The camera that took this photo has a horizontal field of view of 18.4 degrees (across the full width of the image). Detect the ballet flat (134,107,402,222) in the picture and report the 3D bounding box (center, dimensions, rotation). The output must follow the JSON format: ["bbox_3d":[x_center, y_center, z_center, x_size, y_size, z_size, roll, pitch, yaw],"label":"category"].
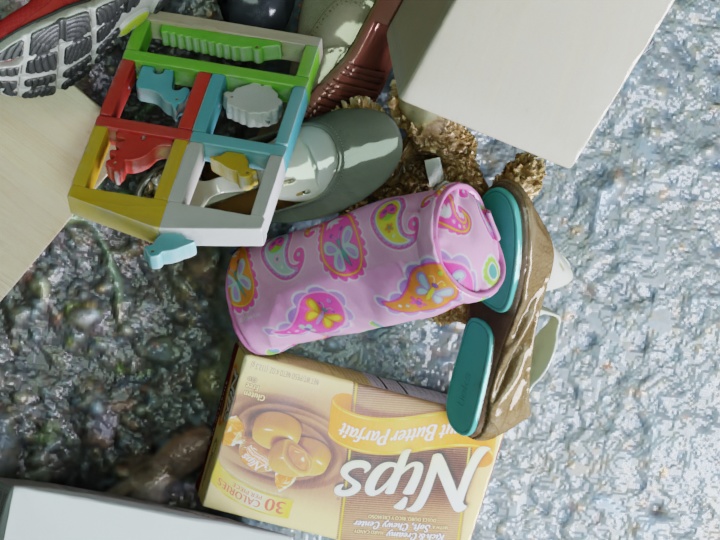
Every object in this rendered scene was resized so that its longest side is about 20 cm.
[{"bbox_3d":[-0.066,-0.060,1.503,0.200,0.064,0.067,-15,88,29],"label":"ballet flat"}]

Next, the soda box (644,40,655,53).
[{"bbox_3d":[0.120,-0.221,1.549,0.064,0.068,0.200,-37,103,1],"label":"soda box"}]

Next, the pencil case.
[{"bbox_3d":[0.000,0.000,1.509,0.200,0.087,0.087,-17,107,38],"label":"pencil case"}]

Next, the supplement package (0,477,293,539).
[{"bbox_3d":[-0.165,0.228,1.502,0.191,0.200,0.147,12,84,-12],"label":"supplement package"}]

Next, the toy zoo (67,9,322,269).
[{"bbox_3d":[-0.110,-0.085,1.459,0.131,0.020,0.200,10,54,9],"label":"toy zoo"}]

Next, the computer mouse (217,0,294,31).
[{"bbox_3d":[-0.076,-0.255,1.529,0.059,0.034,0.200,-6,101,-8],"label":"computer mouse"}]

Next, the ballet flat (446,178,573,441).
[{"bbox_3d":[0.109,0.026,1.537,0.072,0.068,0.200,-8,117,-30],"label":"ballet flat"}]

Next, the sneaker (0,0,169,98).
[{"bbox_3d":[-0.192,-0.186,1.474,0.085,0.077,0.200,38,52,13],"label":"sneaker"}]

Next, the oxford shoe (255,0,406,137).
[{"bbox_3d":[-0.018,-0.157,1.551,0.074,0.071,0.200,42,100,22],"label":"oxford shoe"}]

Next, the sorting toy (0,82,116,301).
[{"bbox_3d":[-0.293,-0.081,1.505,0.200,0.070,0.199,40,91,-14],"label":"sorting toy"}]

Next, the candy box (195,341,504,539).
[{"bbox_3d":[-0.007,0.133,1.600,0.200,0.055,0.116,15,97,-13],"label":"candy box"}]

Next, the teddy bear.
[{"bbox_3d":[0.054,-0.053,1.559,0.145,0.067,0.200,-44,114,12],"label":"teddy bear"}]

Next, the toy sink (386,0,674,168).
[{"bbox_3d":[0.121,-0.192,1.444,0.130,0.112,0.200,20,118,-16],"label":"toy sink"}]
